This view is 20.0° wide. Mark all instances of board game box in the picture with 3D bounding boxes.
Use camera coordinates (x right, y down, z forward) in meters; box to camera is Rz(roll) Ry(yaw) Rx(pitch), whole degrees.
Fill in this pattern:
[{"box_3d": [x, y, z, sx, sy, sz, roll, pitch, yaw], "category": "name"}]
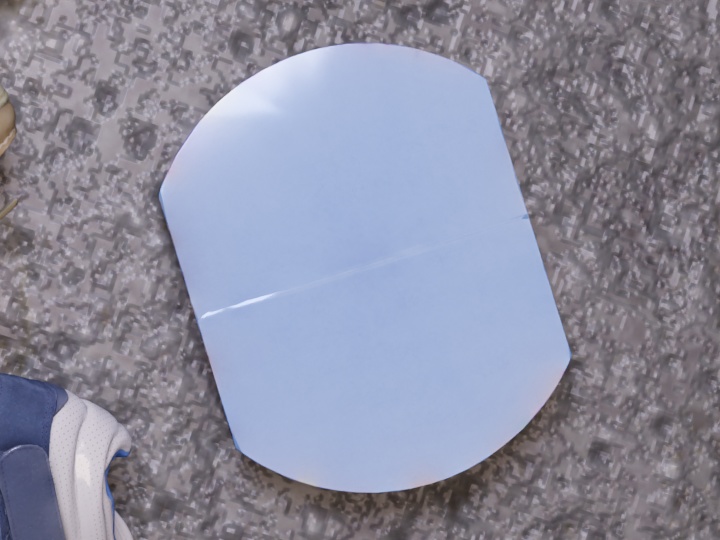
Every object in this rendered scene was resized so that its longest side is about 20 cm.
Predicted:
[{"box_3d": [0.000, 0.000, 0.928, 0.157, 0.039, 0.201, -18, 90, -6], "category": "board game box"}]

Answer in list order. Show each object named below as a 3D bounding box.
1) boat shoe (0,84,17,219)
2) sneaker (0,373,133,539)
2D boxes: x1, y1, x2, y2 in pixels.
[{"box_3d": [-0.207, 0.005, 0.872, 0.063, 0.073, 0.200, 40, 94, -16], "category": "boat shoe"}, {"box_3d": [-0.169, 0.139, 0.875, 0.146, 0.081, 0.201, 11, 106, -27], "category": "sneaker"}]
